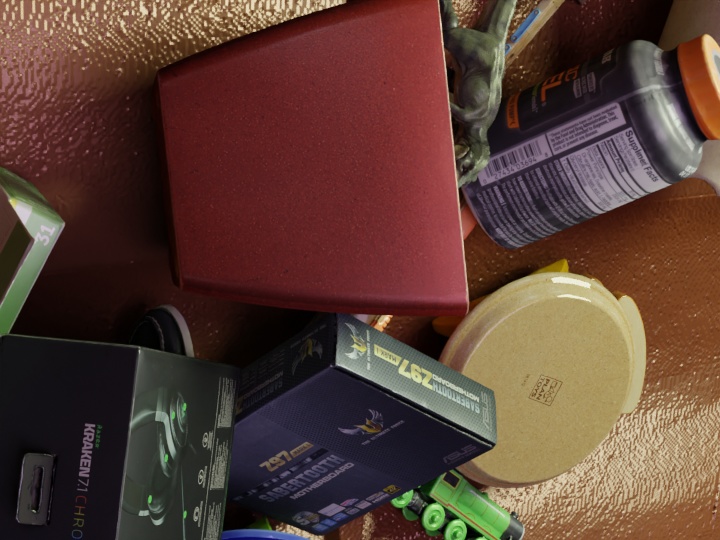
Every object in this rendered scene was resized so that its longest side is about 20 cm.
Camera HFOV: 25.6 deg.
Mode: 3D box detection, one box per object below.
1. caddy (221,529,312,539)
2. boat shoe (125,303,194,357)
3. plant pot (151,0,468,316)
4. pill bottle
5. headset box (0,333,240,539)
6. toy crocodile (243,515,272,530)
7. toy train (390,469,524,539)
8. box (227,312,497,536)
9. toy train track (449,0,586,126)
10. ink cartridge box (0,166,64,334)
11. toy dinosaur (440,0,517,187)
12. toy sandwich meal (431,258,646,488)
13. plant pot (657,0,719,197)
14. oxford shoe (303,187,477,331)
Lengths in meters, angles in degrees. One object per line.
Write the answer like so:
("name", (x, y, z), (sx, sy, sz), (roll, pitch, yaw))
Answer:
("caddy", (-0.098, 0.248, 1.135), (0.198, 0.106, 0.142), (-18, 139, 22))
("boat shoe", (-0.168, 0.120, 1.116), (0.066, 0.074, 0.202), (-3, 119, -39))
("plant pot", (-0.043, -0.067, 1.031), (0.174, 0.200, 0.203), (-6, 92, -9))
("pill bottle", (0.174, -0.098, 1.142), (0.198, 0.107, 0.106), (-23, 125, 25))
("headset box", (-0.154, 0.135, 0.972), (0.091, 0.200, 0.177), (5, 85, 14))
("toy crocodile", (-0.063, 0.278, 1.237), (0.067, 0.062, 0.202), (-18, 116, -21))
("toy train", (0.065, 0.187, 1.286), (0.200, 0.042, 0.057), (39, 78, -33))
("box", (-0.024, 0.116, 1.136), (0.157, 0.052, 0.199), (29, 135, -32))
("toy train track", (0.124, -0.195, 1.170), (0.200, 0.032, 0.115), (-50, 164, 7))
("ink cartridge box", (-0.232, 0.025, 0.971), (0.048, 0.200, 0.147), (25, 95, -29))
("toy dinosaur", (0.071, -0.156, 1.133), (0.047, 0.087, 0.203), (13, 91, -61))
("toy sandwich meal", (0.138, 0.079, 1.271), (0.203, 0.070, 0.208), (-9, 114, -20))
("plant pot", (0.301, -0.156, 1.208), (0.198, 0.201, 0.185), (14, 112, -31))
("oxford shoe", (0.000, 0.000, 1.174), (0.073, 0.071, 0.200), (45, 78, -15))
